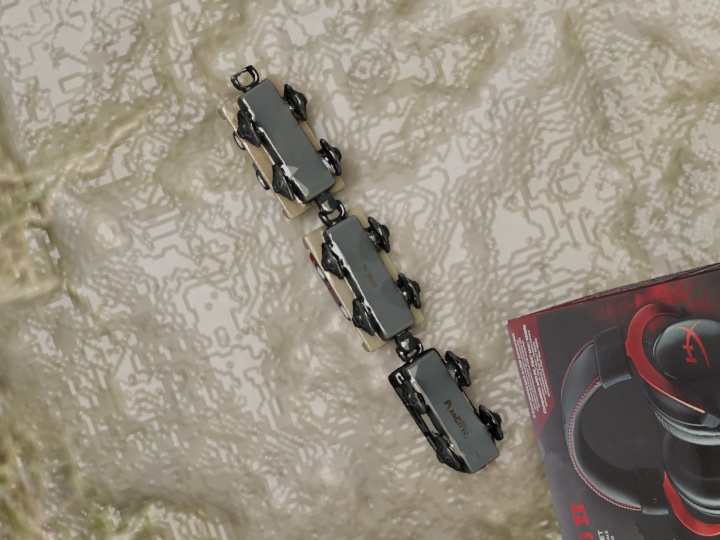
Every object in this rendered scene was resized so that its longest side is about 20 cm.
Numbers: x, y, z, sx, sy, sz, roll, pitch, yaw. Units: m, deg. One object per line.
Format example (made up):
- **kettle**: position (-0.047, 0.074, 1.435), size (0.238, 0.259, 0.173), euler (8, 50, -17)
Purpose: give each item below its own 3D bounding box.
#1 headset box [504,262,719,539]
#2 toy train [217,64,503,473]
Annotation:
- **headset box**: position (0.150, 0.072, 1.156), size (0.075, 0.200, 0.149), euler (-14, 89, -37)
- **toy train**: position (0.000, 0.000, 1.225), size (0.034, 0.046, 0.200), euler (-31, 90, -11)
